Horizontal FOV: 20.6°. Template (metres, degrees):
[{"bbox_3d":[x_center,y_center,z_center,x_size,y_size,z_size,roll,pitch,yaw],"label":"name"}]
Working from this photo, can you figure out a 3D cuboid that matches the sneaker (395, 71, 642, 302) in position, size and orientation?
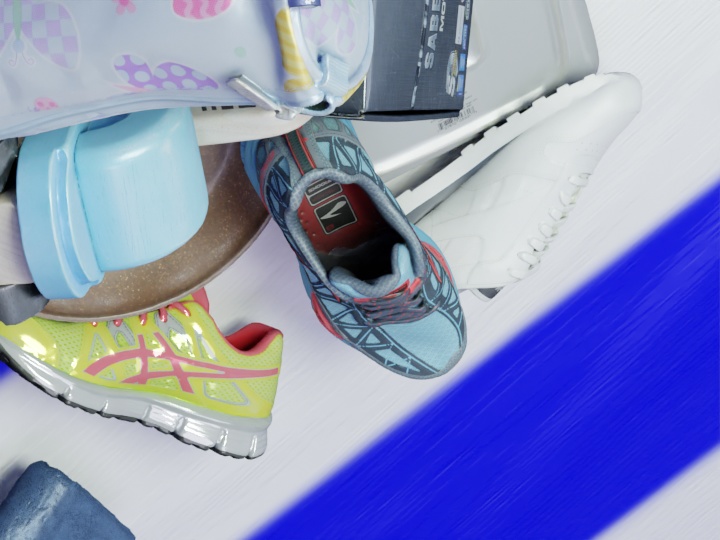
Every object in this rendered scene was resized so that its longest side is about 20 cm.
[{"bbox_3d":[0.091,-0.038,1.155,0.200,0.081,0.076,-38,164,15],"label":"sneaker"}]

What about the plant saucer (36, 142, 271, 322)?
[{"bbox_3d":[-0.131,-0.065,1.049,0.200,0.037,0.201,-13,128,-18],"label":"plant saucer"}]

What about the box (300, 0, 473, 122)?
[{"bbox_3d":[0.014,-0.170,0.913,0.158,0.051,0.201,-12,107,-70],"label":"box"}]

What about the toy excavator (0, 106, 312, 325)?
[{"bbox_3d":[-0.094,-0.066,0.967,0.199,0.195,0.100,-1,128,7],"label":"toy excavator"}]

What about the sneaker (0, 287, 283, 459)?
[{"bbox_3d":[-0.128,0.039,1.136,0.200,0.078,0.090,21,94,-35],"label":"sneaker"}]

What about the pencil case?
[{"bbox_3d":[-0.093,-0.103,0.834,0.083,0.200,0.091,-16,102,-65],"label":"pencil case"}]

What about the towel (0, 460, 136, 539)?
[{"bbox_3d":[-0.222,0.214,1.183,0.200,0.048,0.112,-55,147,-18],"label":"towel"}]

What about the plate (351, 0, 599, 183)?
[{"bbox_3d":[0.036,-0.131,1.093,0.199,0.032,0.200,-26,137,-6],"label":"plate"}]

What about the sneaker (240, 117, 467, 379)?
[{"bbox_3d":[0.000,0.000,1.066,0.079,0.096,0.200,-33,124,5],"label":"sneaker"}]
